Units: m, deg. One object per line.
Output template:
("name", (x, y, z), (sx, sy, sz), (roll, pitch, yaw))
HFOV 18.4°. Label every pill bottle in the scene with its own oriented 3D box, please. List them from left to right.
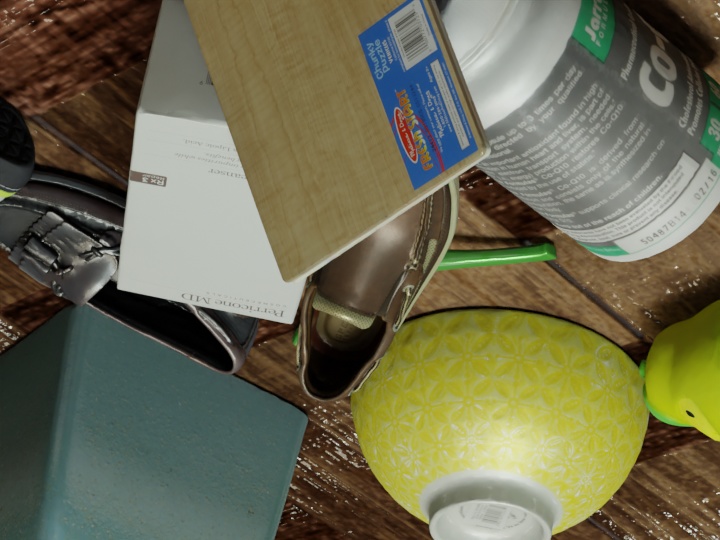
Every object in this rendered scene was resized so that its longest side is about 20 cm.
("pill bottle", (0.093, -0.097, 1.131), (0.113, 0.113, 0.200), (-26, 134, 37))

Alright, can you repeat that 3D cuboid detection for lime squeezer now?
("lime squeezer", (0.017, 0.004, 1.365), (0.200, 0.038, 0.071), (-21, 167, 32))

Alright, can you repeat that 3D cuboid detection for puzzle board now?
("puzzle board", (-0.019, -0.114, 1.077), (0.017, 0.200, 0.151), (-7, 161, -46))

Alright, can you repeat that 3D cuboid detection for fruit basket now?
("fruit basket", (0.263, 0.064, 1.316), (0.215, 0.156, 0.216), (-6, 135, -6))

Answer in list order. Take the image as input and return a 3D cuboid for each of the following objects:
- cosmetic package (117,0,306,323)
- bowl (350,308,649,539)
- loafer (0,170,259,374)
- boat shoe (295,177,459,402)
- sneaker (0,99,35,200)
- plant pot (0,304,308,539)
("cosmetic package", (-0.071, -0.057, 1.230), (0.113, 0.081, 0.200), (10, 149, -2))
("bowl", (0.087, 0.124, 1.448), (0.200, 0.108, 0.200), (5, 145, 3))
("loafer", (-0.147, 0.002, 1.353), (0.200, 0.063, 0.072), (25, 141, -23))
("boat shoe", (0.006, 0.002, 1.269), (0.075, 0.075, 0.203), (20, 136, 6))
("sneaker", (-0.273, -0.082, 1.239), (0.083, 0.072, 0.200), (-34, 129, 27))
("plant pot", (-0.177, 0.176, 1.488), (0.196, 0.200, 0.196), (29, 139, -28))
